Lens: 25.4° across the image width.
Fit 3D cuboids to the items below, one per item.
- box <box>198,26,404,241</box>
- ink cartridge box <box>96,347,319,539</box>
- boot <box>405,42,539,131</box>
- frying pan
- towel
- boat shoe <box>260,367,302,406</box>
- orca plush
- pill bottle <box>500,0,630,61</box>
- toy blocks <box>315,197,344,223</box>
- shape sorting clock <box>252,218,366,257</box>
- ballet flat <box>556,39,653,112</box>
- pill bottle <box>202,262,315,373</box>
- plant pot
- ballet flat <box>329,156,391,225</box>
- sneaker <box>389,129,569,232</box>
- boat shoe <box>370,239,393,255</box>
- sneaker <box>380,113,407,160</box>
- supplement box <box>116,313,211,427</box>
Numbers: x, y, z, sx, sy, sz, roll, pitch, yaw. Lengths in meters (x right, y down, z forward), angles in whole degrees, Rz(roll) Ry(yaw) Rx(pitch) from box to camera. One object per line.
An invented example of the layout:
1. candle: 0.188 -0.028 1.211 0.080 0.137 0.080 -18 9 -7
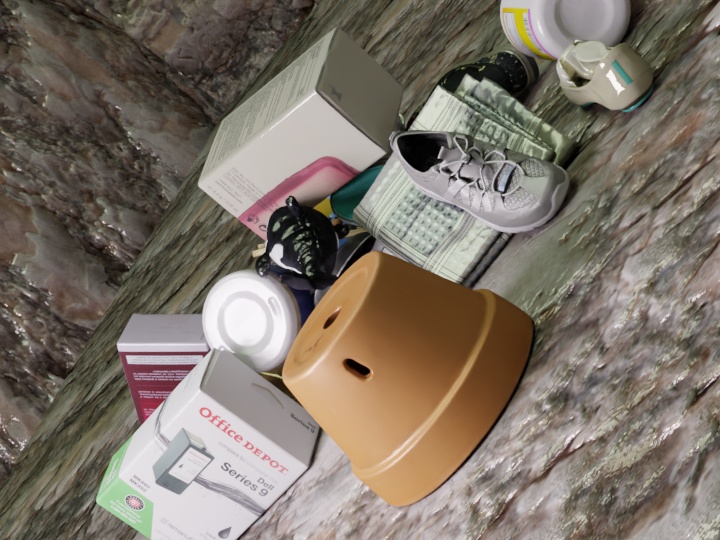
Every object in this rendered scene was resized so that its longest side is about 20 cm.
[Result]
1. box: -0.064 -0.147 1.745 0.200 0.109 0.128 -34 27 35
2. ink cartridge box: -0.160 0.201 1.684 0.200 0.146 0.084 -47 14 28
3. boot: 0.097 -0.180 1.834 0.154 0.074 0.203 -39 7 -33
4. frying pan: 0.004 -0.012 1.720 0.190 0.031 0.115 -43 -20 -48
5. towel: 0.097 -0.092 1.589 0.200 0.035 0.193 -52 42 3
6. boat shoe: -0.096 0.133 1.791 0.072 0.076 0.200 -59 14 -24
7. orca plush: -0.072 -0.037 1.635 0.105 0.071 0.200 -19 21 10
8. pill bottle: 0.209 -0.275 1.698 0.104 0.104 0.200 -53 13 3
9. toy blocks: -0.023 -0.086 1.986 0.200 0.100 0.137 -52 2 8
10. shape sorting clock: -0.026 -0.040 1.826 0.200 0.199 0.039 172 91 -72
11. ballet flat: 0.223 -0.193 1.522 0.070 0.069 0.200 -54 12 0
12. pill bottle: -0.079 0.044 1.763 0.111 0.111 0.200 -49 -14 22
13. plant pot: 0.029 0.077 1.347 0.200 0.140 0.200 -49 13 16
14. ballet flat: 0.065 -0.099 1.732 0.200 0.074 0.074 -17 25 15
15. sneaker: 0.105 -0.089 1.506 0.200 0.082 0.075 14 78 43
16. boat shoe: 0.043 0.002 1.672 0.200 0.070 0.071 -56 -29 1
17. sneaker: 0.039 -0.124 1.854 0.200 0.075 0.100 74 -153 -71
18. supplement box: -0.193 0.145 1.792 0.109 0.200 0.061 0 34 15
